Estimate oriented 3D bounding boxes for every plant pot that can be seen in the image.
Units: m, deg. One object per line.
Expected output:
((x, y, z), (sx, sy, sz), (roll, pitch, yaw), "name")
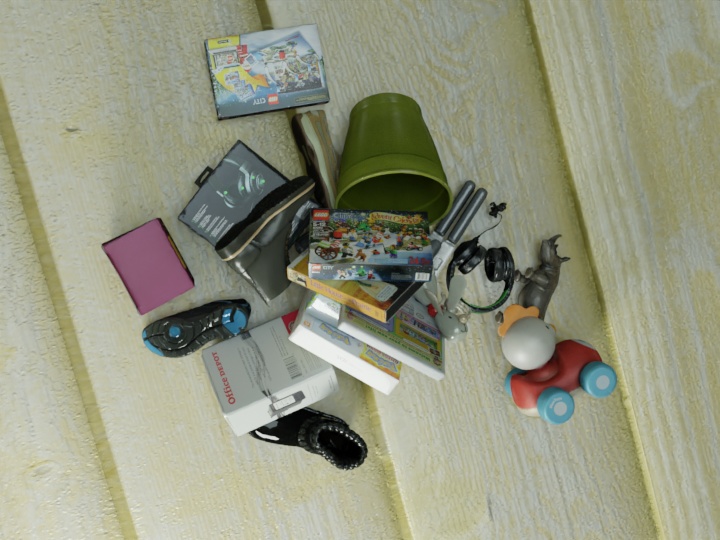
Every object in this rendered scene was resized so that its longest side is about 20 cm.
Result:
((0.049, -0.194, 1.688), (0.199, 0.201, 0.194), (1, 61, -10), "plant pot")

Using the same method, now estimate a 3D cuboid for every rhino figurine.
((0.329, 0.023, 1.820), (0.087, 0.060, 0.201), (26, 87, -29), "rhino figurine")

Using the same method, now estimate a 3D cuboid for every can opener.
((0.164, -0.072, 1.786), (0.053, 0.066, 0.200), (33, 87, 3), "can opener")

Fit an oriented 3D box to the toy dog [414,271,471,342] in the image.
((0.128, 0.018, 1.678), (0.200, 0.132, 0.096), (40, 125, 3), "toy dog")

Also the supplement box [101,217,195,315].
((-0.349, -0.011, 1.629), (0.103, 0.200, 0.131), (-28, 98, -7), "supplement box")

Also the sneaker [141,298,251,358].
((-0.283, 0.099, 1.716), (0.199, 0.082, 0.074), (-12, 105, 10), "sneaker")

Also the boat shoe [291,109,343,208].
((-0.055, -0.190, 1.743), (0.076, 0.072, 0.201), (-20, 96, -20), "boat shoe")

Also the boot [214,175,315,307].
((-0.130, -0.051, 1.648), (0.200, 0.077, 0.138), (-40, 114, -8), "boot")

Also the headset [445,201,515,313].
((0.229, -0.023, 1.784), (0.123, 0.094, 0.201), (16, 76, -11), "headset")

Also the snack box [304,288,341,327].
((0.006, 0.055, 1.695), (0.199, 0.142, 0.053), (27, 122, -15), "snack box")

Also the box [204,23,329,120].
((-0.164, -0.348, 1.721), (0.199, 0.038, 0.137), (-10, 95, -9), "box")

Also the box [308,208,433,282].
((0.015, -0.043, 1.604), (0.199, 0.137, 0.038), (1, 133, -3), "box")

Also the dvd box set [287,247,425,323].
((0.000, 0.000, 1.619), (0.146, 0.199, 0.029), (-42, 144, -38), "dvd box set")

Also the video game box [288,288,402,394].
((-0.015, 0.102, 1.708), (0.200, 0.182, 0.047), (30, 125, -10), "video game box")

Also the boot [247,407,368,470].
((-0.098, 0.283, 1.706), (0.210, 0.158, 0.080), (10, 93, -11), "boot")

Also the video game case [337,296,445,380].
((0.056, 0.077, 1.647), (0.200, 0.182, 0.022), (29, 124, -16), "video game case")

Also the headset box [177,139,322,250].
((-0.199, -0.105, 1.705), (0.200, 0.093, 0.174), (37, 86, -9), "headset box")

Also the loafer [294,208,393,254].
((-0.017, -0.055, 1.750), (0.200, 0.068, 0.071), (-14, 78, -13), "loafer")

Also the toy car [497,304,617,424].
((0.327, 0.141, 1.752), (0.176, 0.184, 0.201), (-29, 104, -7), "toy car")

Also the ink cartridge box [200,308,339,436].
((-0.157, 0.174, 1.697), (0.199, 0.084, 0.146), (-23, 55, -7), "ink cartridge box")
